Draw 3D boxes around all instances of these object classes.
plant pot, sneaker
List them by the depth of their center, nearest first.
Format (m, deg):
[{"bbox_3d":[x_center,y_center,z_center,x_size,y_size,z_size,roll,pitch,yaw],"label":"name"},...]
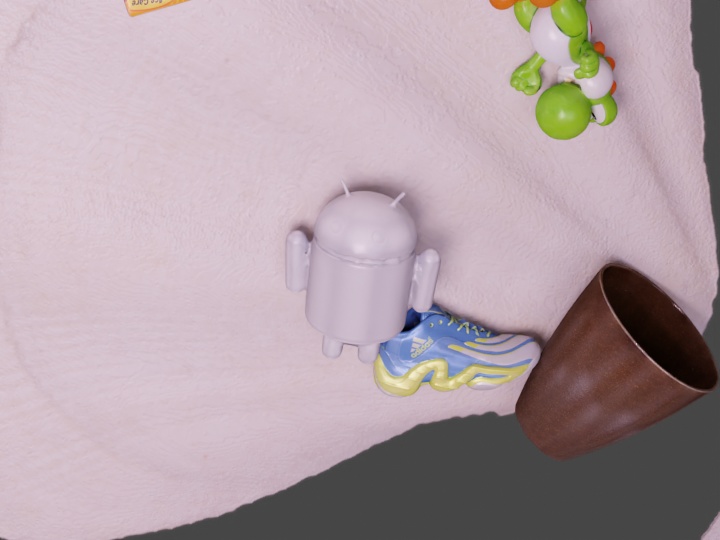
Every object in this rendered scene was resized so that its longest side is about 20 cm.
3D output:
[{"bbox_3d":[0.110,0.083,1.620,0.199,0.076,0.106,-12,118,-8],"label":"sneaker"},{"bbox_3d":[0.280,0.127,1.646,0.186,0.187,0.200,29,121,-26],"label":"plant pot"}]

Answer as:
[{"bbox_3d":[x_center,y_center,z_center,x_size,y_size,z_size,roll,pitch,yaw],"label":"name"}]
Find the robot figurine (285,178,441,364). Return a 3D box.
[{"bbox_3d":[0.000,0.000,1.525,0.169,0.113,0.201,7,116,-3],"label":"robot figurine"}]

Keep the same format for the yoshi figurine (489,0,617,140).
[{"bbox_3d":[0.206,-0.216,1.481,0.112,0.113,0.200,-24,124,16],"label":"yoshi figurine"}]

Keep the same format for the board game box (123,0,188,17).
[{"bbox_3d":[-0.146,-0.372,1.243,0.199,0.200,0.201,-17,120,-6],"label":"board game box"}]
